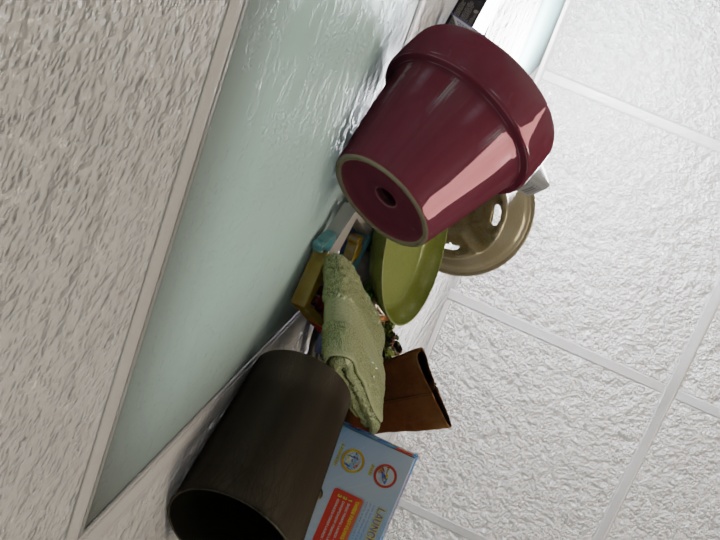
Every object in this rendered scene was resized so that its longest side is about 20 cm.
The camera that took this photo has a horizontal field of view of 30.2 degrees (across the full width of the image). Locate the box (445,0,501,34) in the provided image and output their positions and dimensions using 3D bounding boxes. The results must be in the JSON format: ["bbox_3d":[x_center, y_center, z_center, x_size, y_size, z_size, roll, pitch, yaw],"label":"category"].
[{"bbox_3d":[0.148,-0.338,1.782,0.110,0.035,0.201,100,16,-59],"label":"box"}]

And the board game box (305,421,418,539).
[{"bbox_3d":[-0.060,0.267,1.554,0.056,0.195,0.201,32,82,-82],"label":"board game box"}]

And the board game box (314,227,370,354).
[{"bbox_3d":[0.000,0.000,1.680,0.135,0.034,0.201,-36,143,-70],"label":"board game box"}]

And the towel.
[{"bbox_3d":[-0.004,0.082,1.498,0.200,0.036,0.149,62,23,-56],"label":"towel"}]

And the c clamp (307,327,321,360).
[{"bbox_3d":[-0.030,0.058,1.767,0.200,0.027,0.171,-59,169,-46],"label":"c clamp"}]

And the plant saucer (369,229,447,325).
[{"bbox_3d":[0.056,-0.034,1.609,0.200,0.031,0.201,12,90,-68],"label":"plant saucer"}]

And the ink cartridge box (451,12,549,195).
[{"bbox_3d":[0.168,-0.208,1.704,0.047,0.201,0.197,-25,163,22],"label":"ink cartridge box"}]

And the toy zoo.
[{"bbox_3d":[-0.021,0.007,1.543,0.132,0.020,0.200,-62,155,-12],"label":"toy zoo"}]

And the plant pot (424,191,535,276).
[{"bbox_3d":[0.133,-0.085,1.781,0.183,0.200,0.201,-29,142,-81],"label":"plant pot"}]

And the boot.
[{"bbox_3d":[0.022,0.201,1.657,0.068,0.199,0.189,-30,104,-67],"label":"boot"}]

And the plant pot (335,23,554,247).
[{"bbox_3d":[0.076,-0.131,1.420,0.179,0.200,0.200,-46,164,-22],"label":"plant pot"}]

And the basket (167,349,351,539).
[{"bbox_3d":[-0.094,0.194,1.370,0.181,0.135,0.201,86,23,-49],"label":"basket"}]

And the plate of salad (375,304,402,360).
[{"bbox_3d":[0.033,0.102,1.845,0.200,0.048,0.201,171,-90,-89],"label":"plate of salad"}]
